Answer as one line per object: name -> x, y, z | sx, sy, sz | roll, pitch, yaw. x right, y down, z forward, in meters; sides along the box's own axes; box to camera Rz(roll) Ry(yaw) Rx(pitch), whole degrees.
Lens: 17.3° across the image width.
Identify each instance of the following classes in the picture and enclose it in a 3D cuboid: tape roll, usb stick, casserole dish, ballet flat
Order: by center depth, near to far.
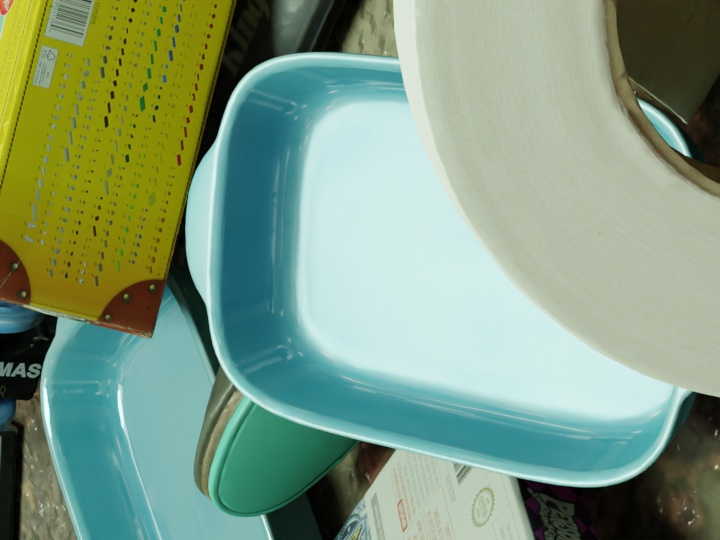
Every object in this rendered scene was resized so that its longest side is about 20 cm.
tape roll -> 0.107, -0.067, 0.575 | 0.037, 0.201, 0.204 | -116, 32, -73
casserole dish -> 0.033, -0.004, 0.739 | 0.199, 0.039, 0.122 | 10, 101, 35
ballet flat -> 0.000, 0.000, 0.834 | 0.200, 0.068, 0.069 | -51, 42, 27
usb stick -> -0.031, -0.099, 0.892 | 0.056, 0.032, 0.201 | 56, 133, 36
casserole dish -> -0.067, 0.088, 0.938 | 0.121, 0.039, 0.201 | -45, 59, 42

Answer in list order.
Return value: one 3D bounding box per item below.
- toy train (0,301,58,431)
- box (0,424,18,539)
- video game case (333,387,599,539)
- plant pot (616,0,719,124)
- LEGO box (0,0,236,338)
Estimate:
toy train -> -0.223, 0.012, 1.029 | 0.114, 0.199, 0.087 | 60, 138, 46
box -> -0.228, 0.156, 1.164 | 0.157, 0.049, 0.202 | 17, 107, 52
video game case -> 0.017, 0.149, 0.746 | 0.182, 0.036, 0.200 | -57, 22, 22
plant pot -> 0.049, -0.154, 0.670 | 0.135, 0.200, 0.200 | -56, 46, 7
LEGO box -> -0.113, -0.087, 0.905 | 0.149, 0.077, 0.201 | 15, 90, 65
